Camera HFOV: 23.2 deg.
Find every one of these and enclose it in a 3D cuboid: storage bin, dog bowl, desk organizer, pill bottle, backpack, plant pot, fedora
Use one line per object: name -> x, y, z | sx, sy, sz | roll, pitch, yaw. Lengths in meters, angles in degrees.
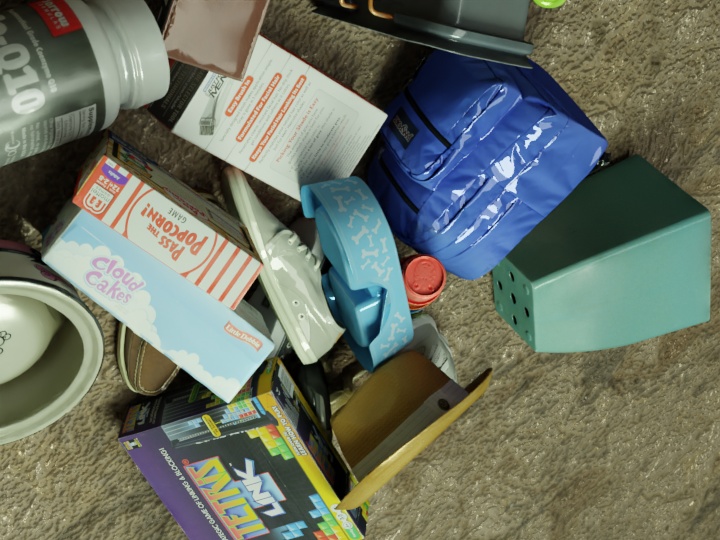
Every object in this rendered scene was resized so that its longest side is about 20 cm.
storage bin -> 0.058, -0.264, 1.504 | 0.145, 0.200, 0.135 | 5, 102, -39
dog bowl -> 0.000, 0.000, 1.581 | 0.049, 0.112, 0.201 | -24, 132, -13
desk organizer -> -0.104, -0.263, 1.428 | 0.077, 0.072, 0.201 | 17, 105, -14
pill bottle -> -0.259, -0.150, 1.374 | 0.199, 0.114, 0.114 | -23, 129, -25
backpack -> 0.096, -0.109, 1.647 | 0.167, 0.163, 0.200 | 27, 111, -35
plant pot -> 0.245, -0.003, 1.841 | 0.199, 0.141, 0.142 | -21, 127, -17
fedora -> 0.032, 0.134, 1.613 | 0.200, 0.082, 0.201 | -42, 175, -5
dog bowl -> -0.317, 0.057, 1.453 | 0.199, 0.074, 0.201 | -13, 137, -13

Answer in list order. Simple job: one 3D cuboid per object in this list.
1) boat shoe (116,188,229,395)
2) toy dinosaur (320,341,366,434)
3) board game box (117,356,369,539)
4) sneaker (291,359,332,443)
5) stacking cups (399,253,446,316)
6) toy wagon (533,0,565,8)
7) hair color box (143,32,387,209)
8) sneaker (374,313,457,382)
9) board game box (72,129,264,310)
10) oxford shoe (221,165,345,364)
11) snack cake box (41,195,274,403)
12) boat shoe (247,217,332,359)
boat shoe -> -0.165, 0.031, 1.585 | 0.074, 0.075, 0.203 | 1, 116, -38
toy dinosaur -> -0.032, 0.125, 1.758 | 0.200, 0.058, 0.101 | 21, 104, -43
board game box -> -0.108, 0.190, 1.658 | 0.165, 0.057, 0.200 | -19, 122, 19
sneaker -> -0.090, 0.171, 1.710 | 0.115, 0.075, 0.201 | -3, 130, -10
stacking cups -> 0.046, 0.009, 1.659 | 0.060, 0.200, 0.061 | 1, 82, -7
toy wagon -> 0.158, -0.338, 1.551 | 0.039, 0.156, 0.200 | -4, 141, 11
hair color box -> -0.082, -0.142, 1.551 | 0.200, 0.064, 0.111 | 27, 98, -45
sneaker -> 0.063, 0.097, 1.741 | 0.075, 0.082, 0.200 | -31, 163, 14
board game box -> -0.157, -0.046, 1.423 | 0.151, 0.200, 0.046 | 35, 94, -11
oxford shoe -> -0.070, -0.010, 1.586 | 0.058, 0.075, 0.201 | -27, 108, -4
snack cake box -> -0.173, 0.016, 1.484 | 0.200, 0.115, 0.067 | 39, 94, -15
boat shoe -> -0.074, 0.045, 1.675 | 0.066, 0.070, 0.201 | 25, 92, -42
